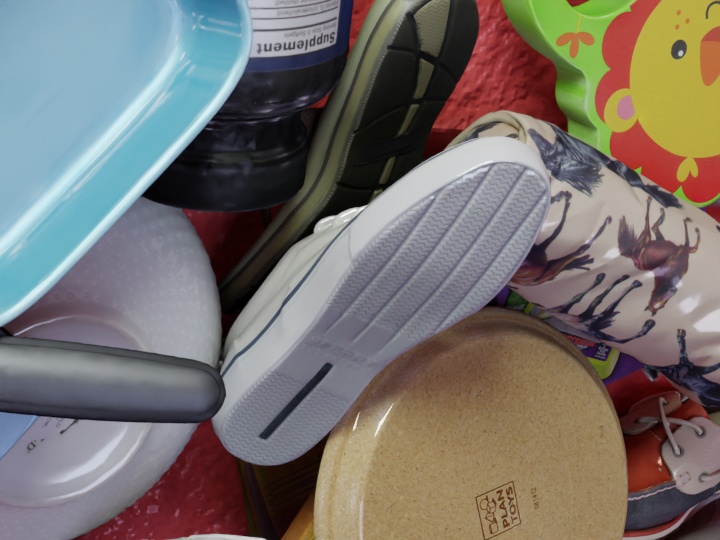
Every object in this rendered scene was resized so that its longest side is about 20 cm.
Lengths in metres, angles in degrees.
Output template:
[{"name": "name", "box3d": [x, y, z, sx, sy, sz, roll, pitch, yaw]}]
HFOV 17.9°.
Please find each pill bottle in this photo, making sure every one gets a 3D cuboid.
[{"name": "pill bottle", "box3d": [-0.056, -0.131, 0.948, 0.112, 0.112, 0.200, -7, 118, -27]}]

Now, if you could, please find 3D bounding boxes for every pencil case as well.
[{"name": "pencil case", "box3d": [0.115, -0.002, 1.069, 0.200, 0.078, 0.089, 28, 116, -27]}]

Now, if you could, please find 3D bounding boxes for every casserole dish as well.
[{"name": "casserole dish", "box3d": [-0.126, -0.068, 0.850, 0.200, 0.039, 0.121, -49, 126, -17]}]

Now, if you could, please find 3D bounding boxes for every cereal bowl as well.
[{"name": "cereal bowl", "box3d": [-0.147, 0.044, 1.006, 0.200, 0.083, 0.200, -14, 122, -24]}]

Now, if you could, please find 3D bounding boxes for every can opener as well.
[{"name": "can opener", "box3d": [-0.150, 0.035, 0.870, 0.200, 0.063, 0.079, 10, 94, -3]}]

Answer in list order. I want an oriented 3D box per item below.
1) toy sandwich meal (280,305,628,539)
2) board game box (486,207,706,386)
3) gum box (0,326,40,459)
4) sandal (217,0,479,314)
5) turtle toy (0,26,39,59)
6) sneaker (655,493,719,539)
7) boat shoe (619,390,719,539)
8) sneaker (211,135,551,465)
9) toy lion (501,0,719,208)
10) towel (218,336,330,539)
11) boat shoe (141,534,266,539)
[{"name": "toy sandwich meal", "box3d": [0.042, 0.115, 1.087, 0.205, 0.070, 0.205, -2, 94, -35]}, {"name": "board game box", "box3d": [0.089, 0.013, 1.134, 0.200, 0.032, 0.120, -23, 126, -26]}, {"name": "gum box", "box3d": [-0.249, 0.065, 0.922, 0.170, 0.045, 0.200, 43, 93, -5]}, {"name": "sandal", "box3d": [-0.011, -0.060, 1.044, 0.080, 0.057, 0.201, -10, 138, -50]}, {"name": "turtle toy", "box3d": [-0.179, -0.121, 0.885, 0.200, 0.101, 0.146, 43, 76, -37]}, {"name": "sneaker", "box3d": [0.183, 0.171, 1.259, 0.200, 0.079, 0.074, -12, 117, -41]}, {"name": "boat shoe", "box3d": [0.175, 0.092, 1.223, 0.200, 0.071, 0.063, -11, 135, -32]}, {"name": "sneaker", "box3d": [0.000, 0.000, 0.997, 0.073, 0.071, 0.200, 30, 121, -33]}, {"name": "toy lion", "box3d": [0.145, -0.127, 1.083, 0.200, 0.069, 0.192, 12, 100, -34]}, {"name": "towel", "box3d": [0.023, 0.056, 1.150, 0.200, 0.023, 0.144, -25, 124, -18]}, {"name": "boat shoe", "box3d": [-0.112, 0.153, 1.042, 0.069, 0.200, 0.072, -1, 73, -54]}]
